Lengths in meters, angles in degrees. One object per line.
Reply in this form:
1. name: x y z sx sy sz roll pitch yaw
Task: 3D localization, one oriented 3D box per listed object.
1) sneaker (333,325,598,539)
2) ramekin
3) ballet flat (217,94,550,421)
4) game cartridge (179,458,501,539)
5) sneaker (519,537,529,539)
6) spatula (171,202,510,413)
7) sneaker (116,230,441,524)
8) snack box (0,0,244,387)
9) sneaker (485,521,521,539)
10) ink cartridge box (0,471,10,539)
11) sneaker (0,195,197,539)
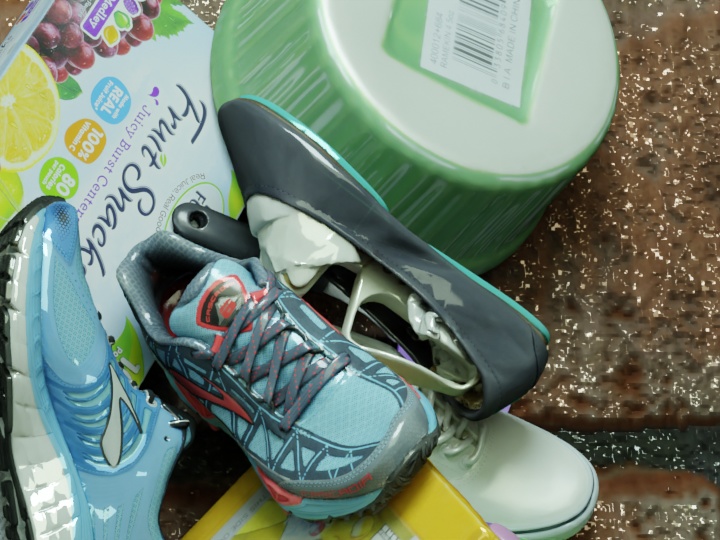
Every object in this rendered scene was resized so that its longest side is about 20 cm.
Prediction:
1. sneaker: 0.023 0.079 1.330 0.199 0.071 0.073 18 63 2
2. ramekin: 0.033 -0.103 1.369 0.199 0.098 0.201 14 60 -24
3. ballet flat: 0.000 0.000 1.284 0.200 0.073 0.073 39 65 -4
4. game cartridge: -0.039 0.155 1.217 0.200 0.032 0.176 -44 31 -1
5. sneaker: 0.034 0.154 1.288 0.199 0.084 0.074 -4 65 -8
6. spatula: -0.007 0.013 1.359 0.199 0.021 0.057 28 61 -21
7. sneaker: -0.048 0.043 1.223 0.079 0.096 0.200 -49 42 -12
8. snack box: -0.132 -0.047 1.342 0.142 0.053 0.200 41 57 -19
9. sneaker: 0.000 0.189 1.224 0.088 0.080 0.201 36 106 13
10. ink cartridge box: -0.212 0.111 1.209 0.043 0.201 0.197 -17 22 22
11. sneaker: -0.123 0.064 1.245 0.090 0.078 0.201 -9 92 -19
